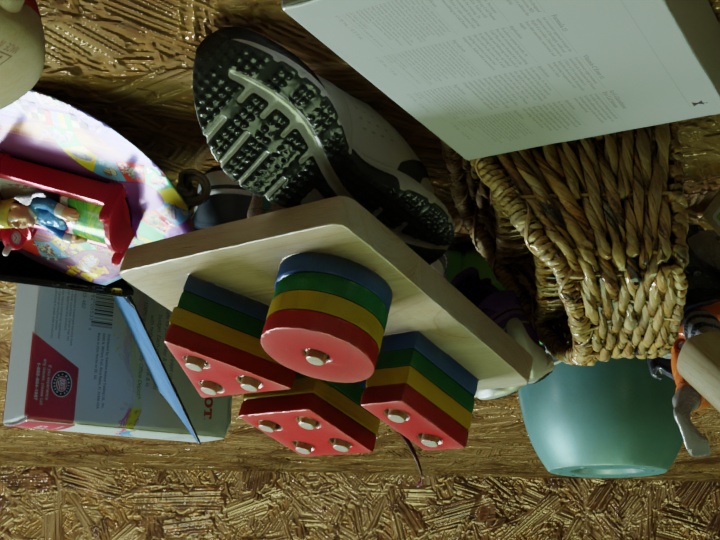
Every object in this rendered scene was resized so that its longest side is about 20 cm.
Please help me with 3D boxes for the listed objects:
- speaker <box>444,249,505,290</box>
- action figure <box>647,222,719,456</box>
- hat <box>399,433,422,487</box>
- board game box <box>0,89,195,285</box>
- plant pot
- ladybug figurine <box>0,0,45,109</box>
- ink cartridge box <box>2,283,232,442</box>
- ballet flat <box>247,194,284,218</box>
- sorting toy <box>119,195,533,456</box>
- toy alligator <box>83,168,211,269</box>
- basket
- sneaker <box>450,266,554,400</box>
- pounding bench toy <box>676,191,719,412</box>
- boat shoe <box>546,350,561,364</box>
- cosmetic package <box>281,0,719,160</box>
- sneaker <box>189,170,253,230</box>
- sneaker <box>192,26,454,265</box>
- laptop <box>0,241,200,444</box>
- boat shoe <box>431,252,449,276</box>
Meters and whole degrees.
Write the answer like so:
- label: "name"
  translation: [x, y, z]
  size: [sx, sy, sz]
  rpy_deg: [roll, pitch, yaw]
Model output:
- label: "speaker"
  translation: [0.151, 0.022, 0.968]
  size: [0.196, 0.090, 0.089]
  rpy_deg: [-2, 164, 10]
- label: "action figure"
  translation: [0.259, 0.010, 0.810]
  size: [0.104, 0.194, 0.201]
  rpy_deg: [29, 112, -20]
- label: "hat"
  translation: [0.012, 0.103, 1.090]
  size: [0.197, 0.179, 0.165]
  rpy_deg: [9, 163, -26]
- label: "board game box"
  translation: [-0.204, -0.035, 0.752]
  size: [0.198, 0.039, 0.158]
  rpy_deg: [-18, 130, 45]
- label: "plant pot"
  translation: [0.257, 0.131, 1.206]
  size: [0.197, 0.164, 0.201]
  rpy_deg: [0, 164, 0]
- label: "ladybug figurine"
  translation: [-0.227, -0.116, 0.529]
  size: [0.197, 0.073, 0.135]
  rpy_deg: [-6, 162, 25]
- label: "ink cartridge box"
  translation: [-0.226, 0.083, 1.095]
  size: [0.197, 0.149, 0.082]
  rpy_deg: [11, 163, -31]
- label: "ballet flat"
  translation: [-0.032, 0.003, 0.830]
  size: [0.067, 0.068, 0.201]
  rpy_deg: [1, 144, 29]
- label: "sorting toy"
  translation: [-0.028, 0.051, 0.723]
  size: [0.198, 0.071, 0.198]
  rpy_deg: [-10, 143, 40]
- label: "toy alligator"
  translation: [-0.159, -0.048, 0.813]
  size: [0.198, 0.060, 0.054]
  rpy_deg: [-14, -160, 40]
- label: "basket"
  translation: [0.125, -0.013, 0.736]
  size: [0.146, 0.145, 0.200]
  rpy_deg: [-1, 164, 7]
- label: "sneaker"
  translation: [0.082, 0.038, 0.849]
  size: [0.079, 0.085, 0.200]
  rpy_deg: [-19, -175, -17]
- label: "pounding bench toy"
  translation: [0.288, 0.004, 0.649]
  size: [0.154, 0.125, 0.201]
  rpy_deg: [13, 122, -37]
- label: "boat shoe"
  translation: [0.208, 0.050, 1.081]
  size: [0.196, 0.076, 0.062]
  rpy_deg: [-4, 165, 12]
- label: "cosmetic package"
  translation: [0.077, -0.118, 0.541]
  size: [0.149, 0.053, 0.199]
  rpy_deg: [-5, 163, 29]
- label: "sneaker"
  translation: [-0.105, -0.009, 0.893]
  size: [0.077, 0.081, 0.200]
  rpy_deg: [2, 166, -5]
- label: "sneaker"
  translation: [-0.025, -0.074, 0.668]
  size: [0.073, 0.081, 0.200]
  rpy_deg: [-34, 131, 19]
- label: "laptop"
  translation: [-0.235, 0.052, 0.934]
  size: [0.197, 0.118, 0.187]
  rpy_deg: [8, -175, -22]
- label: "boat shoe"
  translation: [0.000, 0.000, 0.934]
  size: [0.073, 0.062, 0.199]
  rpy_deg: [38, 145, -25]
